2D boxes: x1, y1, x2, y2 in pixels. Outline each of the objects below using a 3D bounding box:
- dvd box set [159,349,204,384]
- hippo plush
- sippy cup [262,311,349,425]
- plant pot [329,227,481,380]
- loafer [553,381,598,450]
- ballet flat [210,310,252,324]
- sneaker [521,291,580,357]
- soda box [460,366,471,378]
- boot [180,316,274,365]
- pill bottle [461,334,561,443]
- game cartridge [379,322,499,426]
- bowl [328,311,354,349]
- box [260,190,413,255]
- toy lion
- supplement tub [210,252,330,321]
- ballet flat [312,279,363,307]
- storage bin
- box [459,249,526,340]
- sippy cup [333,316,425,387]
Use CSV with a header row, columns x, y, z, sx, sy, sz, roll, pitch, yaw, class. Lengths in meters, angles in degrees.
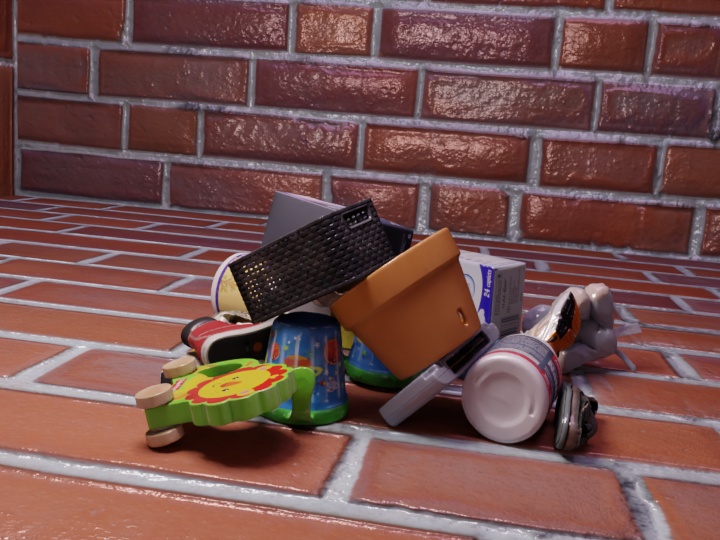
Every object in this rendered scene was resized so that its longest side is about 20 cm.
x,y,z,sx,sy,sz,roll,pitch,yaw,class
-0.205,0.152,1.221,0.143,0.030,0.200,6,9,7,dvd box set
0.389,0.091,1.457,0.196,0.163,0.160,-1,12,-24,hippo plush
-0.079,0.130,1.109,0.138,0.133,0.177,-3,11,-38,sippy cup
0.074,0.055,1.090,0.198,0.141,0.200,-32,-5,-3,plant pot
0.302,0.198,1.085,0.062,0.073,0.200,14,9,12,loafer
-0.203,0.104,1.364,0.197,0.069,0.075,11,-14,26,ballet flat
0.295,0.112,1.311,0.091,0.076,0.201,3,47,43,sneaker
0.148,0.134,1.384,0.067,0.066,0.198,-5,15,-44,soda box
-0.173,0.101,1.238,0.197,0.074,0.144,-3,12,-30,boot
0.223,0.156,1.125,0.117,0.122,0.199,8,11,21,pill bottle
0.111,0.147,1.118,0.042,0.133,0.199,47,35,10,game cartridge
-0.001,0.075,1.526,0.196,0.110,0.200,4,9,-1,bowl
-0.041,-0.055,1.448,0.198,0.126,0.197,19,7,34,box
-0.172,0.151,0.997,0.188,0.070,0.200,-12,9,3,toy lion
-0.165,0.052,1.467,0.197,0.149,0.144,11,12,37,supplement tub
0.000,0.000,1.285,0.199,0.068,0.067,-36,-2,-41,ballet flat
-0.067,-0.011,1.086,0.198,0.095,0.135,-24,2,34,storage bin
0.190,0.064,1.454,0.104,0.188,0.198,-7,14,-43,box
0.047,0.104,1.272,0.174,0.133,0.139,0,10,-20,sippy cup
